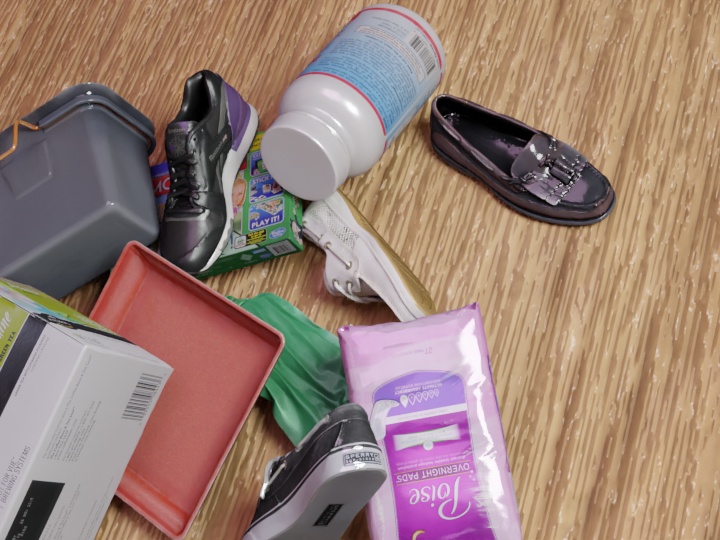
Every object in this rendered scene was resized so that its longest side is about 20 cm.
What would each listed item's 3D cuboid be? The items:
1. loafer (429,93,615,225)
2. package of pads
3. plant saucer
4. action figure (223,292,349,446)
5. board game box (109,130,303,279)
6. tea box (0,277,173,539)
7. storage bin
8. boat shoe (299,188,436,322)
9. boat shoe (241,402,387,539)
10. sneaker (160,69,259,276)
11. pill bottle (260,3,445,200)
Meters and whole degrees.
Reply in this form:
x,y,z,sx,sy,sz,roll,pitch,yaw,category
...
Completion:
x,y,z,sx,sy,sz,roll,pitch,yaw,category
0.143,-0.105,1.180,0.200,0.063,0.072,30,72,29,loafer
0.055,0.133,1.021,0.120,0.076,0.201,-10,78,6,package of pads
-0.174,0.104,1.131,0.200,0.037,0.200,30,94,30,plant saucer
-0.060,0.082,1.133,0.118,0.055,0.200,-45,62,-10,action figure
-0.149,-0.057,1.236,0.199,0.029,0.135,-15,57,21,board game box
-0.305,0.124,1.097,0.196,0.134,0.201,26,90,28,tea box
-0.290,-0.065,1.218,0.199,0.146,0.135,-30,58,14,storage bin
0.000,0.000,1.158,0.069,0.071,0.200,-42,43,3,boat shoe
-0.045,0.173,1.009,0.073,0.200,0.068,3,53,-25,boat shoe
-0.161,-0.094,1.189,0.075,0.088,0.201,-3,61,27,sneaker
-0.008,-0.158,1.200,0.108,0.109,0.200,17,48,24,pill bottle
